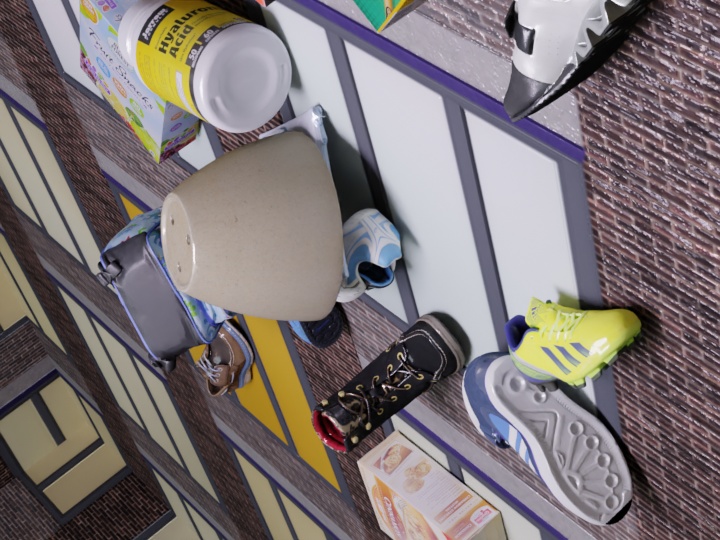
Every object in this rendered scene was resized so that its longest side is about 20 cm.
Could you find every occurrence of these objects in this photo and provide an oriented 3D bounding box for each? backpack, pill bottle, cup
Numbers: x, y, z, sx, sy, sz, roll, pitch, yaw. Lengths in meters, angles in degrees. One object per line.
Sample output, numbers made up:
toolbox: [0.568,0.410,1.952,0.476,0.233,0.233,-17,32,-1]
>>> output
backpack: [-0.229,-0.002,1.974,0.183,0.147,0.200,61,-161,-17]
pill bottle: [-0.169,-0.221,1.548,0.200,0.111,0.112,30,150,47]
cup: [-0.122,-0.037,1.538,0.200,0.143,0.201,32,127,58]

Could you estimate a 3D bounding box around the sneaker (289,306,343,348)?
sneaker: [-0.085,0.007,1.821,0.078,0.066,0.200,35,154,49]

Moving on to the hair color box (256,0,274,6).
hair color box: [-0.110,-0.313,1.276,0.200,0.101,0.061,38,156,32]

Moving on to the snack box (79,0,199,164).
snack box: [-0.263,-0.244,1.788,0.169,0.068,0.200,50,158,10]

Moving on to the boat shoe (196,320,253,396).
boat shoe: [-0.213,0.144,2.327,0.072,0.072,0.200,43,159,23]

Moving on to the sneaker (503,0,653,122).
sneaker: [0.135,-0.176,1.011,0.089,0.074,0.200,50,151,8]

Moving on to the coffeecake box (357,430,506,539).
coffeecake box: [0.099,0.324,1.933,0.200,0.073,0.154,35,153,40]

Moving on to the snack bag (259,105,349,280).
snack bag: [-0.066,-0.067,1.601,0.200,0.021,0.189,169,91,-68]

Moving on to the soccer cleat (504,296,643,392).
soccer cleat: [0.179,0.057,1.315,0.084,0.065,0.200,55,161,0]

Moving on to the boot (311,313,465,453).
boot: [0.027,0.127,1.641,0.073,0.150,0.200,52,161,1]

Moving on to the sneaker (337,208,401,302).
sneaker: [0.000,0.000,1.603,0.073,0.072,0.200,59,163,13]

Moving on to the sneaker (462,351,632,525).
sneaker: [0.179,0.164,1.491,0.200,0.081,0.146,50,169,-2]

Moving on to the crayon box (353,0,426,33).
crayon box: [0.065,-0.242,0.978,0.058,0.119,0.200,52,160,0]
